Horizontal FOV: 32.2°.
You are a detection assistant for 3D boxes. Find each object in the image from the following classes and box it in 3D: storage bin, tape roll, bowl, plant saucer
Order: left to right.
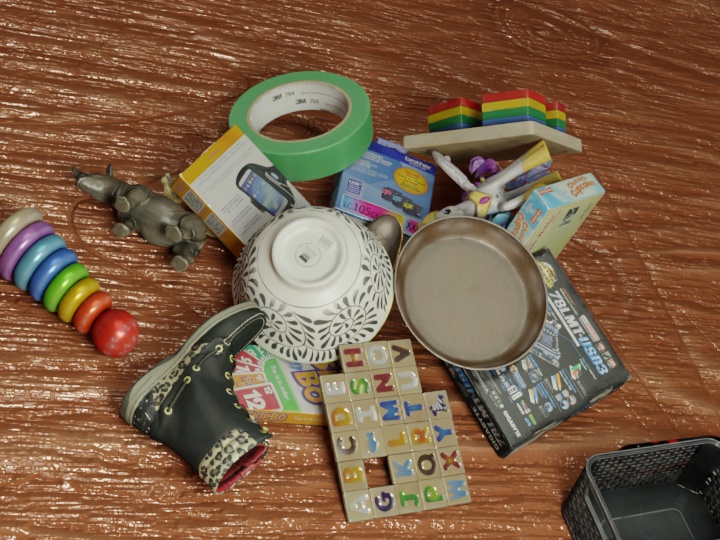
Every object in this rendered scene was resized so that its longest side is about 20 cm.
[{"bbox_3d":[-0.082,-0.202,1.727,0.197,0.049,0.202,-5,41,4],"label":"tape roll"},{"bbox_3d":[-0.058,-0.002,1.465,0.197,0.094,0.204,0,67,1],"label":"bowl"},{"bbox_3d":[0.133,0.030,1.529,0.197,0.032,0.203,5,66,-12],"label":"plant saucer"},{"bbox_3d":[0.354,0.288,1.466,0.197,0.094,0.136,-5,50,-19],"label":"storage bin"}]

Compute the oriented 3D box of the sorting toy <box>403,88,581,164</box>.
[{"bbox_3d":[0.189,-0.204,1.772,0.199,0.196,0.071,4,84,-60],"label":"sorting toy"}]

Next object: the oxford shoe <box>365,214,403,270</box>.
[{"bbox_3d":[0.000,0.000,1.562,0.071,0.073,0.201,30,62,5],"label":"oxford shoe"}]

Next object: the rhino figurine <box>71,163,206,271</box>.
[{"bbox_3d":[-0.276,-0.075,1.547,0.198,0.060,0.087,31,22,6],"label":"rhino figurine"}]

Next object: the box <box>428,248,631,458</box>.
[{"bbox_3d":[0.207,0.100,1.561,0.197,0.050,0.202,-26,76,-25],"label":"box"}]

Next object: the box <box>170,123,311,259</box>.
[{"bbox_3d":[-0.133,-0.075,1.591,0.200,0.041,0.119,48,54,-7],"label":"box"}]

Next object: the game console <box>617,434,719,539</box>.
[{"bbox_3d":[0.432,0.298,1.569,0.174,0.031,0.202,-4,49,-22],"label":"game console"}]

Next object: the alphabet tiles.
[{"bbox_3d":[0.037,0.179,1.442,0.165,0.008,0.203,-3,71,-29],"label":"alphabet tiles"}]

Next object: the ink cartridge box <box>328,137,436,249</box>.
[{"bbox_3d":[0.028,-0.101,1.723,0.134,0.077,0.202,20,40,-8],"label":"ink cartridge box"}]

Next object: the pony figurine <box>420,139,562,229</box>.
[{"bbox_3d":[0.168,-0.102,1.668,0.168,0.198,0.193,62,11,-5],"label":"pony figurine"}]

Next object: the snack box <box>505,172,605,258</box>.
[{"bbox_3d":[0.227,-0.038,1.637,0.115,0.201,0.037,-18,61,-39],"label":"snack box"}]

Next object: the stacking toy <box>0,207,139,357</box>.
[{"bbox_3d":[-0.329,0.021,1.419,0.199,0.086,0.085,40,43,6],"label":"stacking toy"}]

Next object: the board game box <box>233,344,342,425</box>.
[{"bbox_3d":[-0.071,0.136,1.471,0.197,0.030,0.096,9,45,-23],"label":"board game box"}]

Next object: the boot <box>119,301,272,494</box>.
[{"bbox_3d":[-0.143,0.138,1.369,0.153,0.074,0.203,37,57,23],"label":"boot"}]

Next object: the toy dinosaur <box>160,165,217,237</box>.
[{"bbox_3d":[-0.172,-0.083,1.630,0.198,0.058,0.102,28,57,-17],"label":"toy dinosaur"}]
